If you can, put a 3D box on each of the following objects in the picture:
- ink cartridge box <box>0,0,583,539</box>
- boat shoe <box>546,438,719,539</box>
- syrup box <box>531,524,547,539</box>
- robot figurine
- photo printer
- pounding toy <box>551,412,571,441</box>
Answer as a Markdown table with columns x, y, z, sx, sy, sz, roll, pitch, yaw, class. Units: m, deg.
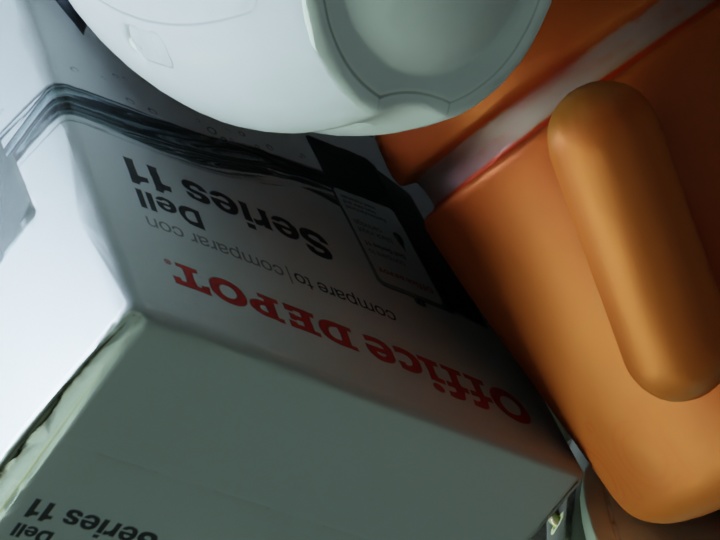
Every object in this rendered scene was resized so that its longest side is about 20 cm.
| x | y | z | sx | sy | sz | roll | pitch | yaw | class |
| --- | --- | --- | --- | --- | --- | --- | --- | --- | --- |
| -0.046 | -0.001 | 0.581 | 0.147 | 0.083 | 0.200 | 22 | -152 | -36 | ink cartridge box |
| 0.088 | 0.077 | 0.625 | 0.072 | 0.060 | 0.202 | 21 | -160 | -1 | boat shoe |
| 0.089 | 0.148 | 0.668 | 0.200 | 0.079 | 0.081 | 33 | -173 | 31 | syrup box |
| 0.080 | -0.019 | 0.541 | 0.200 | 0.144 | 0.117 | 55 | 142 | 1 | robot figurine |
| -0.012 | -0.132 | 0.473 | 0.166 | 0.069 | 0.200 | 28 | 112 | 57 | photo printer |
| 0.068 | 0.135 | 0.869 | 0.184 | 0.142 | 0.200 | 2 | 114 | 68 | pounding toy |
